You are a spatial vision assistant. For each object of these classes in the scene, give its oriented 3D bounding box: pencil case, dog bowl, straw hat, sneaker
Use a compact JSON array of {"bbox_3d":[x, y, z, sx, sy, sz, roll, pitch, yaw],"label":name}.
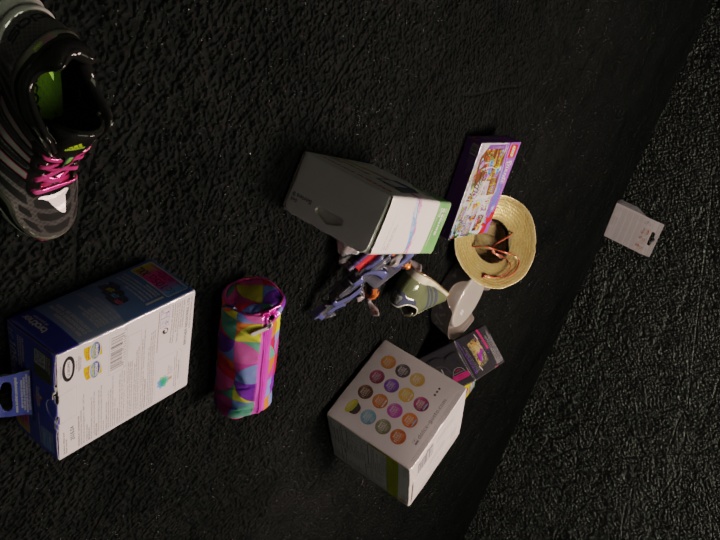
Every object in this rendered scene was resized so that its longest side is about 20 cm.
[{"bbox_3d":[-0.148,0.104,0.971,0.088,0.088,0.201,-34,146,-44],"label":"pencil case"},{"bbox_3d":[0.231,0.056,1.682,0.200,0.059,0.201,-43,150,-33],"label":"dog bowl"},{"bbox_3d":[0.276,-0.065,1.594,0.202,0.200,0.085,-61,-163,2],"label":"straw hat"},{"bbox_3d":[-0.238,-0.100,0.567,0.074,0.087,0.201,-31,143,-48],"label":"sneaker"},{"bbox_3d":[0.109,0.049,1.439,0.090,0.067,0.200,-54,156,3],"label":"sneaker"}]

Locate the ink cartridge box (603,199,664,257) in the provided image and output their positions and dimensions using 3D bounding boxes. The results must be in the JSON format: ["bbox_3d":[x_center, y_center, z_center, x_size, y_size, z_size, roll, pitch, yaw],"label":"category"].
[{"bbox_3d":[1.080,-0.167,2.912,0.047,0.200,0.161,-35,145,-43],"label":"ink cartridge box"}]

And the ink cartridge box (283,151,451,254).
[{"bbox_3d":[0.014,-0.087,0.999,0.200,0.145,0.088,-6,122,-61],"label":"ink cartridge box"}]

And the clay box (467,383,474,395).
[{"bbox_3d":[0.268,0.341,2.077,0.200,0.047,0.115,-47,153,-26],"label":"clay box"}]

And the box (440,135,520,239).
[{"bbox_3d":[0.227,-0.162,1.434,0.137,0.039,0.201,-11,127,-46],"label":"box"}]

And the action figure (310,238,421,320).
[{"bbox_3d":[0.000,0.000,1.174,0.200,0.105,0.194,-34,147,2],"label":"action figure"}]

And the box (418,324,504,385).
[{"bbox_3d":[0.240,0.216,1.762,0.122,0.106,0.200,-32,170,30],"label":"box"}]

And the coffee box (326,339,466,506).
[{"bbox_3d":[0.072,0.303,1.471,0.200,0.197,0.200,-49,155,-27],"label":"coffee box"}]

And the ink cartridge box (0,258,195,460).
[{"bbox_3d":[-0.265,0.090,0.735,0.200,0.076,0.137,-32,143,-49],"label":"ink cartridge box"}]
